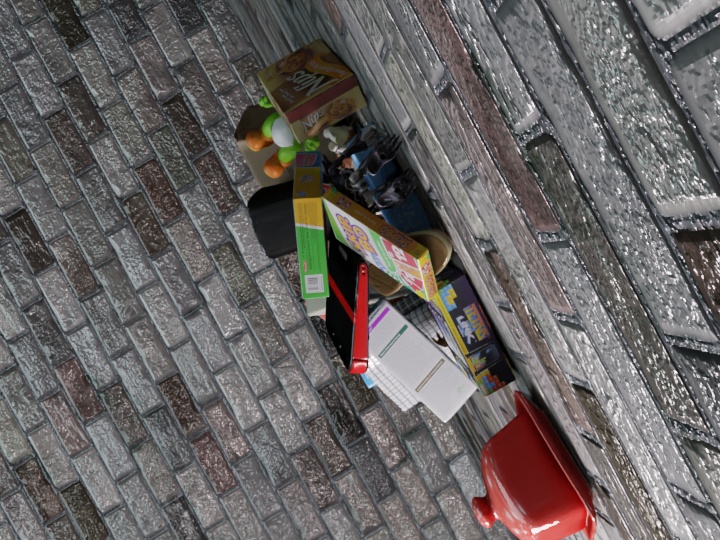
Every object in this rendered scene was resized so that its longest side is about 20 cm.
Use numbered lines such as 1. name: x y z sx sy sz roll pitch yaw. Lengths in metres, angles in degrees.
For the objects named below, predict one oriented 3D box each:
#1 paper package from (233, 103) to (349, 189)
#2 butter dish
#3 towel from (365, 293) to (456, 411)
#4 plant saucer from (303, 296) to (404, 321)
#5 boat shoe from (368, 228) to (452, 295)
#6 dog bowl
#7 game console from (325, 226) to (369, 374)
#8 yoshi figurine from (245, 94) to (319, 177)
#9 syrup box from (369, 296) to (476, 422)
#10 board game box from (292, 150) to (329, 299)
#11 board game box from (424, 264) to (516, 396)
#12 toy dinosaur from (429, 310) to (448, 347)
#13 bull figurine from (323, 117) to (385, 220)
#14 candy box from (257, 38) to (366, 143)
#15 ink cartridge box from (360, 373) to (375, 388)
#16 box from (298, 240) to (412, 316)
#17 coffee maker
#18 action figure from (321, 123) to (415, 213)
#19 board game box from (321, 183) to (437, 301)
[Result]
1. paper package: -0.101 -0.207 1.797 0.201 0.187 0.105 65 -155 -43
2. butter dish: 0.218 0.295 1.343 0.201 0.146 0.201 59 177 25
3. towel: 0.090 0.134 1.727 0.200 0.164 0.086 47 -166 -45
4. plant saucer: 0.021 0.038 1.837 0.199 0.201 0.037 35 146 -7
5. boat shoe: 0.076 -0.022 1.398 0.072 0.065 0.200 51 150 -2
6. dog bowl: 0.042 -0.122 1.476 0.202 0.049 0.112 62 178 10
7. game console: -0.018 0.042 1.490 0.200 0.030 0.180 -127 39 -67
8. yoshi figurine: -0.108 -0.236 1.606 0.111 0.199 0.114 22 -133 -34
9. syrup box: 0.083 0.137 1.562 0.200 0.082 0.079 44 180 -4
10. board game box: -0.072 -0.073 1.471 0.201 0.040 0.156 -95 1 -64
11. board game box: 0.147 0.077 1.447 0.167 0.056 0.200 64 178 -10
12. toy dinosaur: 0.164 0.104 1.627 0.203 0.060 0.106 66 -155 -15
13. bull figurine: -0.003 -0.160 1.588 0.201 0.065 0.121 53 -147 9
14. candy box: -0.076 -0.271 1.476 0.056 0.114 0.201 61 179 -33
15. ink cartridge box: 0.065 0.115 1.959 0.147 0.198 0.084 60 180 -1
16. box: 0.000 0.000 1.654 0.199 0.126 0.111 -22 76 57
17. coffee maker: -0.090 -0.107 1.694 0.191 0.197 0.137 -2 -103 -65
18. action figure: 0.016 -0.130 1.369 0.120 0.101 0.199 59 163 -11
19. board game box: 0.020 -0.041 1.346 0.199 0.030 0.096 38 160 33
